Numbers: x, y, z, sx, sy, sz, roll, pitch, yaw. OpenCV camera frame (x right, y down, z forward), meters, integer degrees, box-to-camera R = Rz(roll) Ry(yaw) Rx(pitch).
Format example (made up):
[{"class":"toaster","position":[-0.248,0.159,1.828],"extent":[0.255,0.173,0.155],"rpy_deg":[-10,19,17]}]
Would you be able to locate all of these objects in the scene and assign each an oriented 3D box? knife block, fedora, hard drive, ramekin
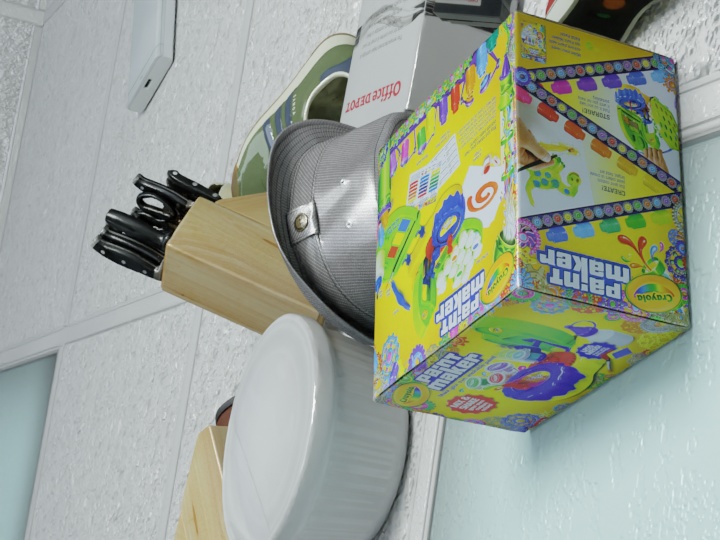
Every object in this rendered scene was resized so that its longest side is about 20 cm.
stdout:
[{"class":"knife block","position":[-0.088,0.250,1.509],"extent":[0.175,0.064,0.201],"rpy_deg":[21,99,49]},{"class":"fedora","position":[0.024,-0.045,1.304],"extent":[0.090,0.176,0.201],"rpy_deg":[-36,45,43]},{"class":"hard drive","position":[-0.285,-0.335,2.438],"extent":[0.132,0.027,0.201],"rpy_deg":[131,146,-50]},{"class":"ramekin","position":[-0.036,0.142,1.442],"extent":[0.202,0.094,0.203],"rpy_deg":[-167,90,-68]},{"class":"knife block","position":[-0.141,-0.004,1.604],"extent":[0.064,0.175,0.200],"rpy_deg":[104,148,-48]}]

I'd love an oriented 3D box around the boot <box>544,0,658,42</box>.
[{"class":"boot","position":[0.177,-0.243,1.164],"extent":[0.200,0.072,0.145],"rpy_deg":[136,143,-60]}]

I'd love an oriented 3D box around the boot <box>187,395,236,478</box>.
[{"class":"boot","position":[-0.106,0.231,1.613],"extent":[0.188,0.068,0.201],"rpy_deg":[-49,38,36]}]

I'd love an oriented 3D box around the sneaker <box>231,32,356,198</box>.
[{"class":"sneaker","position":[-0.052,-0.121,1.639],"extent":[0.201,0.067,0.090],"rpy_deg":[-56,27,15]}]

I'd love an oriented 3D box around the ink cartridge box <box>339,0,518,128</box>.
[{"class":"ink cartridge box","position":[0.058,-0.199,1.412],"extent":[0.145,0.084,0.201],"rpy_deg":[169,113,-68]}]

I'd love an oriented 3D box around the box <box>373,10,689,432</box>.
[{"class":"box","position":[0.103,-0.024,1.149],"extent":[0.200,0.121,0.193],"rpy_deg":[138,140,-55]}]

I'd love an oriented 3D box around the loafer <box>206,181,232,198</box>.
[{"class":"loafer","position":[-0.115,-0.048,1.786],"extent":[0.200,0.068,0.076],"rpy_deg":[-158,82,-69]}]
